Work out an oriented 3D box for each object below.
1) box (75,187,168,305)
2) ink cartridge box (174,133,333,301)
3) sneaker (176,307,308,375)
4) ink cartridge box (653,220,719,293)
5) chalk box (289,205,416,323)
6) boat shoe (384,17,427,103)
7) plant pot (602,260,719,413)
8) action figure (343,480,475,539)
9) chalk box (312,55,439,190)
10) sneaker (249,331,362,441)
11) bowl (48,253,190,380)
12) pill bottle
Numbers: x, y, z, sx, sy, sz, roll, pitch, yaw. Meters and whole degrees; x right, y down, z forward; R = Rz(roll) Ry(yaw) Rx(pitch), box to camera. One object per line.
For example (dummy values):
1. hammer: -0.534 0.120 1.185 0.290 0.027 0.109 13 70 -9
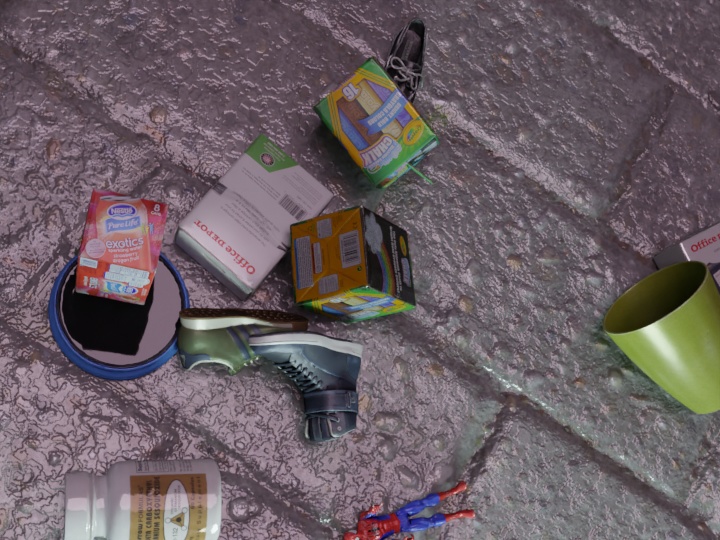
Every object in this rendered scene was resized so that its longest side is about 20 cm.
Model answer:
1. box: -0.318 -0.027 1.396 0.099 0.200 0.096 12 73 -12
2. ink cartridge box: -0.159 -0.077 1.563 0.146 0.084 0.200 40 67 -2
3. sneaker: -0.173 0.105 1.523 0.198 0.067 0.091 3 102 -31
4. ink cartridge box: 0.607 0.026 1.764 0.144 0.084 0.201 -24 82 -22
5. chalk box: 0.000 0.000 1.549 0.123 0.200 0.126 -13 71 25
6. boat shoe: 0.070 -0.317 1.712 0.073 0.068 0.201 24 69 -8
7. plant pot: 0.516 0.120 1.675 0.187 0.187 0.201 -41 103 -23
8. action figure: 0.073 0.352 1.504 0.198 0.099 0.066 -14 77 -17
9. chalk box: 0.040 -0.204 1.621 0.123 0.124 0.201 -38 86 5
10. sneaker: -0.075 0.163 1.483 0.201 0.077 0.148 15 74 -43
11. bowl: -0.339 0.053 1.496 0.199 0.039 0.203 5 73 -15
12. pill bottle: -0.289 0.309 1.395 0.198 0.114 0.116 1 74 -16
